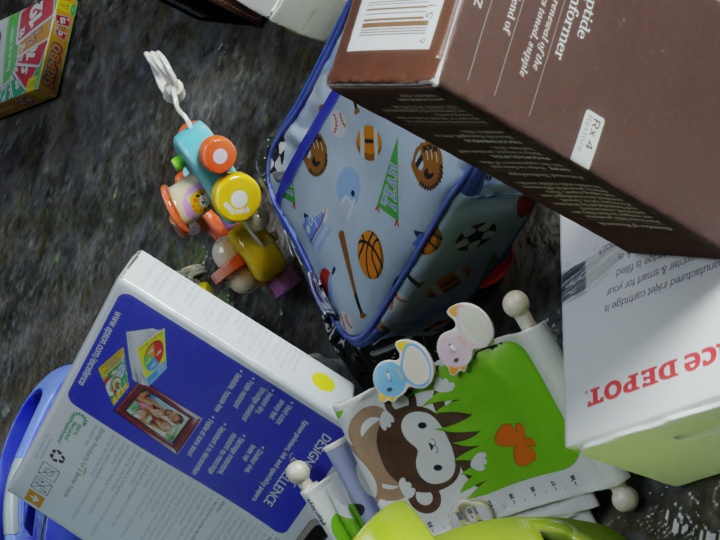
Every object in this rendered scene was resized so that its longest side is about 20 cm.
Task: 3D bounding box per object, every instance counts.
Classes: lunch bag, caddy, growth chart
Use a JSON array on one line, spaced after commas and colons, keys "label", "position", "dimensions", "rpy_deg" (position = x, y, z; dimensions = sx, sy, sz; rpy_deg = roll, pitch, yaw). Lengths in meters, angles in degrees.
[{"label": "lunch bag", "position": [0.019, -0.063, 0.918], "dimensions": [0.200, 0.075, 0.161], "rpy_deg": [-55, 53, 43]}, {"label": "caddy", "position": [-0.201, 0.167, 1.162], "dimensions": [0.141, 0.104, 0.202], "rpy_deg": [-24, 55, 44]}, {"label": "growth chart", "position": [0.048, 0.106, 0.886], "dimensions": [0.200, 0.018, 0.145], "rpy_deg": [-37, 90, 33]}]

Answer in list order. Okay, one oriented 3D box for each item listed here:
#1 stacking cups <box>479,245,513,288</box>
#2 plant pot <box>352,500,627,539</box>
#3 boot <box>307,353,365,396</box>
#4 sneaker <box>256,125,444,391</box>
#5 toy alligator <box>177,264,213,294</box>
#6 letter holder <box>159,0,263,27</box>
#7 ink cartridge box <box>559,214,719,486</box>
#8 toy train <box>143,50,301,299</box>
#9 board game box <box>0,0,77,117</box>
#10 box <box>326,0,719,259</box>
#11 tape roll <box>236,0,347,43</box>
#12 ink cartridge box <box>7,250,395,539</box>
[{"label": "stacking cups", "position": [0.039, -0.065, 1.028], "dimensions": [0.061, 0.060, 0.201], "rpy_deg": [-52, 45, 20]}, {"label": "plant pot", "position": [0.053, 0.231, 0.752], "dimensions": [0.201, 0.180, 0.199], "rpy_deg": [-57, 39, 15]}, {"label": "boot", "position": [-0.080, 0.081, 1.063], "dimensions": [0.199, 0.095, 0.074], "rpy_deg": [-18, 59, 46]}, {"label": "sneaker", "position": [0.000, 0.000, 1.034], "dimensions": [0.073, 0.080, 0.201], "rpy_deg": [-23, 61, -3]}, {"label": "toy alligator", "position": [-0.121, 0.038, 1.090], "dimensions": [0.059, 0.200, 0.055], "rpy_deg": [-12, 98, 7]}, {"label": "letter holder", "position": [-0.152, -0.290, 1.249], "dimensions": [0.100, 0.199, 0.144], "rpy_deg": [16, 85, 53]}, {"label": "ink cartridge box", "position": [0.174, -0.014, 0.800], "dimensions": [0.144, 0.084, 0.202], "rpy_deg": [-25, 53, 42]}, {"label": "toy train", "position": [-0.108, -0.048, 1.109], "dimensions": [0.055, 0.200, 0.151], "rpy_deg": [-35, 63, -9]}, {"label": "board game box", "position": [-0.336, -0.191, 1.578], "dimensions": [0.199, 0.030, 0.097], "rpy_deg": [-12, 63, 51]}, {"label": "box", "position": [0.090, -0.083, 0.703], "dimensions": [0.075, 0.199, 0.101], "rpy_deg": [8, 78, 49]}, {"label": "tape roll", "position": [-0.081, -0.225, 1.129], "dimensions": [0.037, 0.202, 0.203], "rpy_deg": [-54, 39, 17]}, {"label": "ink cartridge box", "position": [-0.088, 0.114, 0.985], "dimensions": [0.198, 0.199, 0.047], "rpy_deg": [-56, 3, 35]}]
